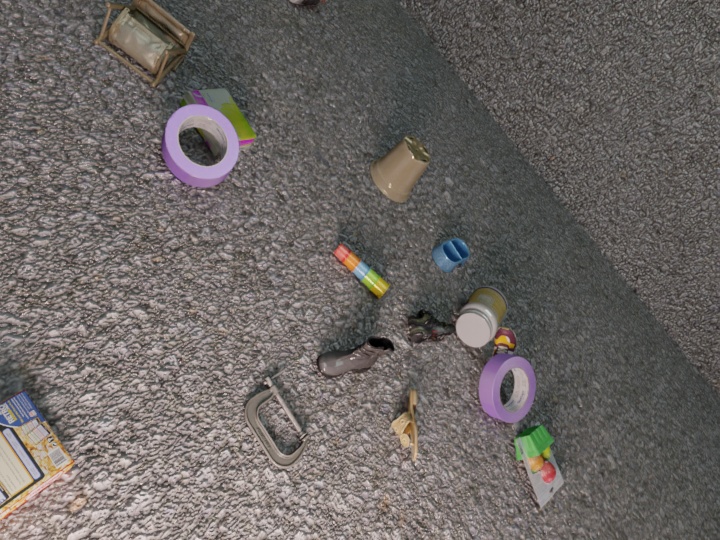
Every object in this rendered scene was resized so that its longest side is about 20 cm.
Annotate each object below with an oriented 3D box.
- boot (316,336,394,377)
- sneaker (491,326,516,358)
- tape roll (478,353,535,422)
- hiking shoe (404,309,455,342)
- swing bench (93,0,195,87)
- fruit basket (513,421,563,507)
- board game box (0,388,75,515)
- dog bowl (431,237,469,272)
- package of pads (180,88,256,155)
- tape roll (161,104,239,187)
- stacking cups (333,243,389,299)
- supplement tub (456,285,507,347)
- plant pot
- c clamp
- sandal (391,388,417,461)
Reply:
[{"bbox_3d":[-0.013,0.214,1.382,0.195,0.131,0.072,-2,59,-44],"label":"boot"},{"bbox_3d":[0.471,0.281,1.758,0.072,0.205,0.091,11,42,22],"label":"sneaker"},{"bbox_3d":[0.468,0.372,1.686,0.193,0.065,0.209,-2,94,-30],"label":"tape roll"},{"bbox_3d":[0.227,0.168,1.695,0.195,0.075,0.104,3,60,-41],"label":"hiking shoe"},{"bbox_3d":[-0.617,-0.674,1.533,0.196,0.130,0.203,35,35,-15],"label":"swing bench"},{"bbox_3d":[0.560,0.605,1.670,0.182,0.092,0.208,-11,82,-47],"label":"fruit basket"},{"bbox_3d":[-0.582,0.308,0.828,0.153,0.046,0.199,52,39,3],"label":"board game box"},{"bbox_3d":[0.349,-0.064,2.022,0.197,0.049,0.114,-20,73,-49],"label":"dog bowl"},{"bbox_3d":[-0.418,-0.447,1.582,0.153,0.068,0.203,-27,80,-50],"label":"package of pads"},{"bbox_3d":[-0.427,-0.333,1.421,0.194,0.065,0.209,8,74,-30],"label":"tape roll"},{"bbox_3d":[0.000,0.000,1.638,0.199,0.061,0.061,41,39,-2],"label":"stacking cups"},{"bbox_3d":[0.418,0.158,1.831,0.147,0.145,0.199,49,38,2],"label":"supplement tub"},{"bbox_3d":[0.163,-0.398,2.008,0.196,0.183,0.206,25,43,-26],"label":"plant pot"},{"bbox_3d":[-0.179,0.335,1.208,0.168,0.027,0.204,-18,72,-49],"label":"c clamp"},{"bbox_3d":[0.116,0.408,1.419,0.067,0.080,0.215,7,39,1],"label":"sandal"}]
